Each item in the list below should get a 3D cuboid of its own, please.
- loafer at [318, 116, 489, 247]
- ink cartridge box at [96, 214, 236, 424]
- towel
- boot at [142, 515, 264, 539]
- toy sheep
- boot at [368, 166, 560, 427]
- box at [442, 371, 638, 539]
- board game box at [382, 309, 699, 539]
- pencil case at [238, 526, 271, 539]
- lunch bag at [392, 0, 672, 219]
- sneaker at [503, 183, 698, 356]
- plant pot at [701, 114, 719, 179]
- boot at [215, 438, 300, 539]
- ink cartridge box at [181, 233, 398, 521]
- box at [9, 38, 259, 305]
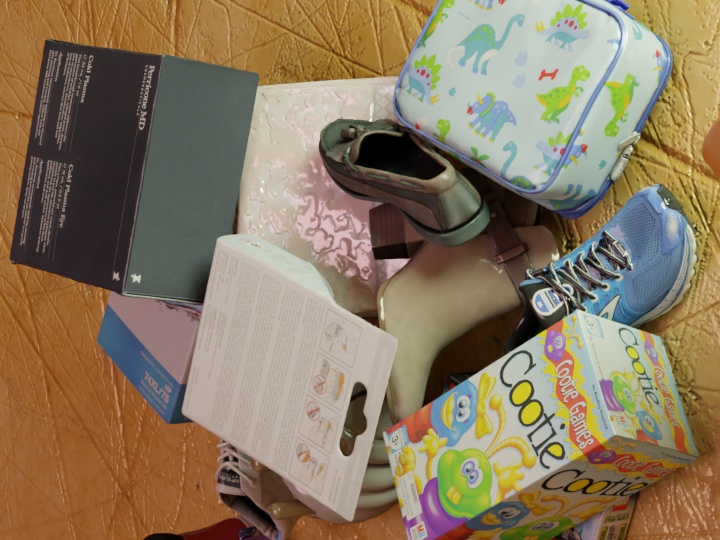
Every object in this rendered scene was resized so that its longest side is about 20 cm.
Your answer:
[{"bbox_3d":[0.028,-0.085,1.483,0.200,0.072,0.063,35,159,49],"label":"loafer"},{"bbox_3d":[-0.124,0.013,1.750,0.146,0.146,0.200,43,125,42],"label":"ink cartridge box"},{"bbox_3d":[-0.018,-0.059,1.587,0.190,0.032,0.201,-4,81,21],"label":"towel"},{"bbox_3d":[-0.186,0.318,1.849,0.072,0.144,0.200,52,131,34],"label":"boot"},{"bbox_3d":[-0.010,0.144,1.623,0.138,0.138,0.200,63,145,28],"label":"toy sheep"},{"bbox_3d":[0.085,0.017,1.492,0.070,0.146,0.201,62,-158,-79],"label":"boot"},{"bbox_3d":[0.129,0.171,1.526,0.200,0.035,0.110,34,117,46],"label":"box"},{"bbox_3d":[0.129,0.128,1.419,0.200,0.103,0.105,-35,54,33],"label":"board game box"},{"bbox_3d":[-0.112,0.342,1.804,0.084,0.085,0.200,38,123,32],"label":"pencil case"},{"bbox_3d":[0.130,-0.144,1.451,0.200,0.082,0.161,34,100,45],"label":"lunch bag"},{"bbox_3d":[0.172,0.017,1.418,0.079,0.089,0.200,58,133,31],"label":"sneaker"},{"bbox_3d":[0.336,-0.061,1.140,0.183,0.200,0.200,54,133,15],"label":"plant pot"},{"bbox_3d":[-0.096,0.152,1.678,0.073,0.200,0.096,4,51,44],"label":"boot"},{"bbox_3d":[-0.049,0.082,1.531,0.200,0.057,0.163,26,113,31],"label":"ink cartridge box"},{"bbox_3d":[-0.194,-0.085,1.635,0.182,0.104,0.201,15,96,49],"label":"box"}]
